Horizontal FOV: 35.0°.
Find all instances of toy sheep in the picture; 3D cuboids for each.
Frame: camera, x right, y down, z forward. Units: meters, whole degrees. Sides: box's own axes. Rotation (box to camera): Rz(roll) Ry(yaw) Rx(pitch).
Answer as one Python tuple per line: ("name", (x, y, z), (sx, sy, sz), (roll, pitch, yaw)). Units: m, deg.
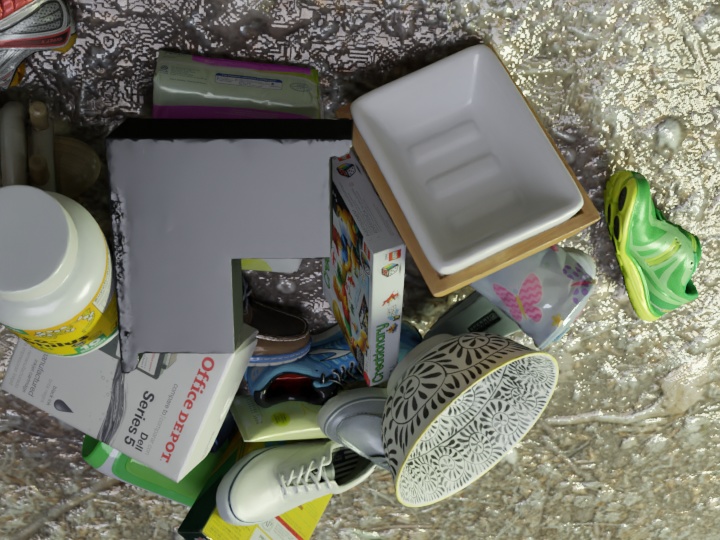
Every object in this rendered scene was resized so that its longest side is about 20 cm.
("toy sheep", (-0.328, -0.088, 0.995), (0.198, 0.139, 0.139), (0, 128, -11))

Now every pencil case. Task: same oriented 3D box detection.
("pencil case", (0.124, -0.016, 1.070), (0.200, 0.083, 0.091), (40, 136, 8))

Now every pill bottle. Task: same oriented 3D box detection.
("pill bottle", (-0.257, 0.001, 0.937), (0.111, 0.114, 0.200), (-3, 166, -3))

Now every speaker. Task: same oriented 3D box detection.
("speaker", (-0.203, 0.211, 1.267), (0.199, 0.089, 0.089), (28, 121, -24))

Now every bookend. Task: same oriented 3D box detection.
("bookend", (-0.104, -0.023, 0.965), (0.198, 0.092, 0.201), (-1, 107, 0))

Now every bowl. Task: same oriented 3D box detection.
("bowl", (0.087, 0.124, 1.104), (0.200, 0.094, 0.202), (-30, 148, -21))

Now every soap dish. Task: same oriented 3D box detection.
("soap dish", (0.089, -0.085, 0.990), (0.156, 0.201, 0.081), (-24, 155, -7))

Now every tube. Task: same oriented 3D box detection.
("tube", (-0.042, 0.155, 1.229), (0.198, 0.053, 0.058), (1, 168, -24))

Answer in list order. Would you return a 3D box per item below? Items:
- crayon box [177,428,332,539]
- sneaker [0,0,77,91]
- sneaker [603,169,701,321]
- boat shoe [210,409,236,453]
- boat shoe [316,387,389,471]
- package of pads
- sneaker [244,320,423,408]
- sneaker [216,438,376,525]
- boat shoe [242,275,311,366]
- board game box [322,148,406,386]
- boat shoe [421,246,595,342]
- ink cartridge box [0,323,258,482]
("crayon box", (-0.098, 0.240, 1.248), (0.051, 0.201, 0.127), (-14, 126, 46))
("sneaker", (-0.329, -0.177, 0.960), (0.198, 0.078, 0.082), (-24, 126, 13))
("sneaker", (0.293, -0.032, 1.138), (0.083, 0.075, 0.201), (-18, 136, 12))
("boat shoe", (-0.204, 0.125, 1.193), (0.199, 0.069, 0.084), (36, 149, -27))
("boat shoe", (0.043, 0.179, 1.202), (0.200, 0.072, 0.070), (22, 112, -39))
("package of pads", (-0.115, -0.095, 1.051), (0.153, 0.069, 0.201), (5, 127, -8))
("sneaker", (-0.025, 0.109, 1.201), (0.198, 0.090, 0.079), (-11, 128, 3))
("sneaker", (-0.062, 0.212, 1.203), (0.070, 0.199, 0.074), (-14, 93, 46))
("boat shoe", (-0.141, 0.042, 1.150), (0.198, 0.073, 0.073), (10, 122, -11))
("board game box", (0.000, 0.000, 1.071), (0.034, 0.127, 0.201), (-17, 142, -14))
("boat shoe", (0.153, 0.031, 1.167), (0.201, 0.086, 0.075), (-37, 99, 25))
("ink cartridge box", (-0.218, 0.085, 1.090), (0.198, 0.084, 0.147), (26, 104, 5))
